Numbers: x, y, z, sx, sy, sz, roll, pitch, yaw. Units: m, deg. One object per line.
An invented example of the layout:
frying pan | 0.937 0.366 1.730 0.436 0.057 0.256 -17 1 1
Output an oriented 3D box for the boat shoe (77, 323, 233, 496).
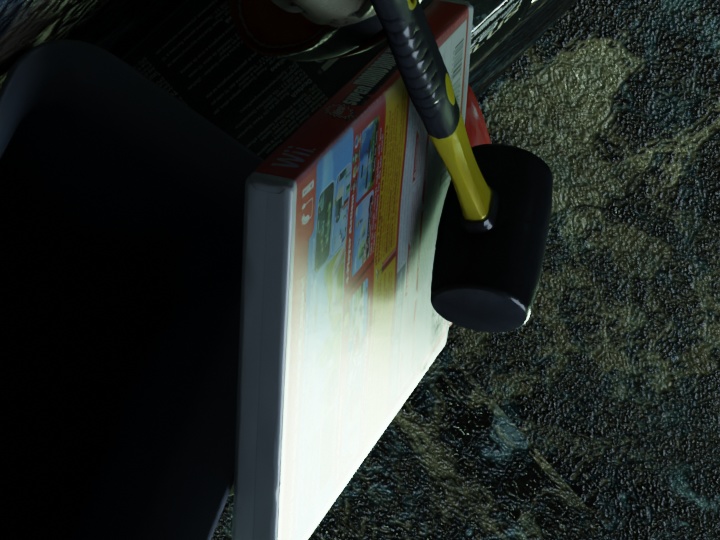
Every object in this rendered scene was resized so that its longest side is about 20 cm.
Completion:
boat shoe | -0.082 0.055 0.900 0.199 0.075 0.069 -20 -145 42

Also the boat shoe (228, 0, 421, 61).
boat shoe | -0.005 -0.118 0.776 0.062 0.071 0.200 -29 177 -30

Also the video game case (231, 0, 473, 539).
video game case | 0.000 0.000 0.820 0.200 0.017 0.144 -50 147 -61

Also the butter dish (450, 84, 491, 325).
butter dish | 0.006 -0.023 1.163 0.200 0.147 0.200 -41 140 -30

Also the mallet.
mallet | 0.028 -0.039 0.801 0.200 0.041 0.066 53 43 -64

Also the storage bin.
storage bin | -0.130 0.041 0.782 0.134 0.145 0.201 -29 -146 49

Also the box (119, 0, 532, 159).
box | -0.023 -0.085 0.971 0.200 0.086 0.164 -42 178 -3
